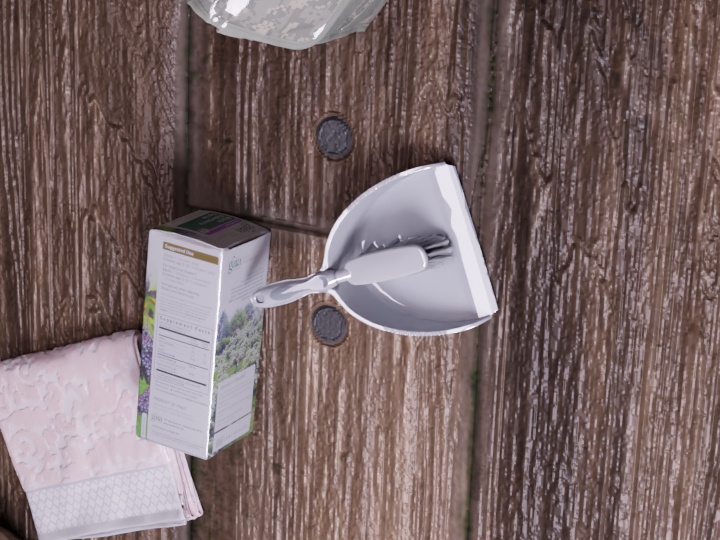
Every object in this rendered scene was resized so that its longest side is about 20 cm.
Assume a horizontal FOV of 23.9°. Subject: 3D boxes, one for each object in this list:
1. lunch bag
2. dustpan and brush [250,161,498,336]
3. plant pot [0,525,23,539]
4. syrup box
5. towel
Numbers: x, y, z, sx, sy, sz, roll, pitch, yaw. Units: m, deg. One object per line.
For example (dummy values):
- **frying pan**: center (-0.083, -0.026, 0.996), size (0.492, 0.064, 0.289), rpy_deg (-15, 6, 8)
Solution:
- **lunch bag**: center (-0.031, -0.258, 1.283), size (0.118, 0.200, 0.164), rpy_deg (43, 119, 12)
- **dustpan and brush**: center (0.000, 0.000, 1.422), size (0.199, 0.057, 0.140), rpy_deg (-14, 98, 31)
- **plant pot**: center (-0.380, 0.323, 1.709), size (0.200, 0.093, 0.202), rpy_deg (9, 110, 26)
- **syrup box**: center (-0.140, 0.055, 1.505), size (0.081, 0.079, 0.201), rpy_deg (15, 111, 25)
- **towel**: center (-0.261, 0.164, 1.633), size (0.199, 0.032, 0.192), rpy_deg (-13, 97, 30)
